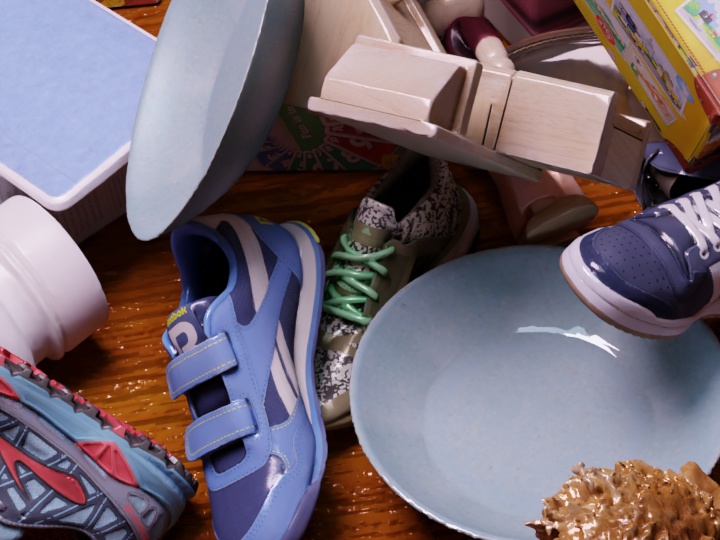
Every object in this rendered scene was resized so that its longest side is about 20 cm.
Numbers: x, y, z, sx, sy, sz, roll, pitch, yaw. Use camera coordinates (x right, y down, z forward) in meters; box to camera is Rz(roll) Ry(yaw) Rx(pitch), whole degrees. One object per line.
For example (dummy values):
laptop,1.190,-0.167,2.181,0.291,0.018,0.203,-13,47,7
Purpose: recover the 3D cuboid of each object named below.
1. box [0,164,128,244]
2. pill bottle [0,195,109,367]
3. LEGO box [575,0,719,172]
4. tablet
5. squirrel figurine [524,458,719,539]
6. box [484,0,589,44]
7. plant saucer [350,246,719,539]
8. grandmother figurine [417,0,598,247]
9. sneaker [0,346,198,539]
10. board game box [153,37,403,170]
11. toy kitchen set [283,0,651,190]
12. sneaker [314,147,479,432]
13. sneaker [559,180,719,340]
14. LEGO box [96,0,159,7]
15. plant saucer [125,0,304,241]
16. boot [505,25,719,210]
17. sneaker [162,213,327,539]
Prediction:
box,-0.248,-0.054,1.352,0.200,0.098,0.124,-34,52,-20
pill bottle,-0.242,0.051,1.246,0.200,0.115,0.114,-38,53,-22
LEGO box,0.159,-0.166,1.190,0.077,0.149,0.201,-31,82,-4
tablet,-0.194,-0.116,1.321,0.200,0.014,0.130,33,61,30
squirrel figurine,0.147,0.167,1.011,0.141,0.200,0.187,23,65,33
box,0.127,-0.243,1.376,0.127,0.201,0.109,-26,48,-12
plant saucer,0.095,0.073,1.194,0.200,0.039,0.202,-2,48,2
grandmother figurine,0.074,-0.099,1.314,0.060,0.121,0.201,-12,66,-23
sneaker,-0.183,0.096,1.165,0.096,0.199,0.079,-59,15,-8
board game box,-0.068,-0.100,1.358,0.199,0.096,0.030,2,50,13
toy kitchen set,0.048,-0.152,1.177,0.199,0.163,0.181,15,92,24
sneaker,0.000,0.000,1.261,0.077,0.089,0.200,14,53,22
sneaker,0.194,-0.026,1.169,0.199,0.109,0.070,-2,49,-44
LEGO box,-0.207,-0.270,1.548,0.148,0.077,0.201,-4,48,7
plant saucer,-0.069,-0.107,1.189,0.039,0.201,0.202,17,45,-20
boot,0.164,-0.083,1.313,0.199,0.075,0.097,8,48,15
sneaker,-0.067,0.060,1.186,0.074,0.082,0.201,-28,55,41
